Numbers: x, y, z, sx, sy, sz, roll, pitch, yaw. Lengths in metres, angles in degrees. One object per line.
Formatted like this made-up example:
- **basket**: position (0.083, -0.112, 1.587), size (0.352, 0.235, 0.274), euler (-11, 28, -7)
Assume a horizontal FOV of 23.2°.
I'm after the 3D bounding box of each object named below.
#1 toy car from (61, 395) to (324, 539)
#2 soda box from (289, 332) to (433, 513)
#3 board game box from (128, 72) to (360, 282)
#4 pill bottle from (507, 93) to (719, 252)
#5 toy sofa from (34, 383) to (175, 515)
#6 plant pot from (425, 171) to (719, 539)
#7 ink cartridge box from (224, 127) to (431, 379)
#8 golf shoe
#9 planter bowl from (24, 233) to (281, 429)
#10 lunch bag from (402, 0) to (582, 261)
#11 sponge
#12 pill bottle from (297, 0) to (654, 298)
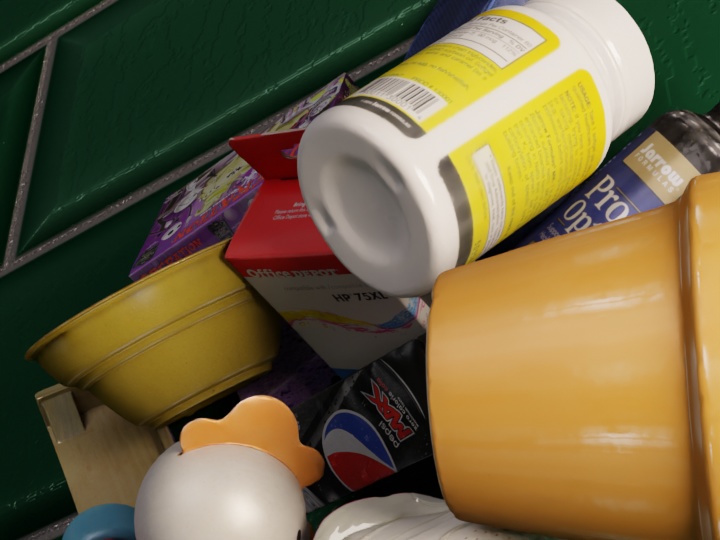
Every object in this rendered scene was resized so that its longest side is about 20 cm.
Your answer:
- **toy car**: position (-0.070, 0.163, 0.977), size (0.201, 0.176, 0.185), euler (-64, 20, 22)
- **soda box**: position (0.016, 0.086, 1.034), size (0.070, 0.064, 0.200), euler (-24, -6, -37)
- **board game box**: position (-0.088, -0.066, 1.350), size (0.199, 0.032, 0.120), euler (-33, 26, 26)
- **pill bottle**: position (0.178, -0.020, 1.011), size (0.200, 0.112, 0.112), euler (-42, 36, 5)
- **toy sofa**: position (-0.156, 0.157, 1.210), size (0.082, 0.098, 0.200), euler (-22, 35, -10)
- **plant pot**: position (0.132, 0.056, 0.861), size (0.182, 0.201, 0.201), euler (-5, 48, 12)
- **ink cartridge box**: position (0.000, 0.000, 1.090), size (0.116, 0.200, 0.068), euler (-3, 51, 43)
- **golf shoe**: position (0.076, 0.150, 0.927), size (0.198, 0.076, 0.092), euler (-15, 20, -11)
- **planter bowl**: position (-0.115, 0.049, 1.164), size (0.199, 0.084, 0.200), euler (-28, -5, -2)
- **lunch bag**: position (0.092, -0.094, 1.147), size (0.201, 0.132, 0.136), euler (-62, 16, -22)
- **sponge**: position (-0.057, 0.019, 1.274), size (0.111, 0.030, 0.200), euler (-39, 36, 8)
- **pill bottle**: position (0.070, -0.080, 0.992), size (0.199, 0.115, 0.114), euler (-34, 28, -32)
